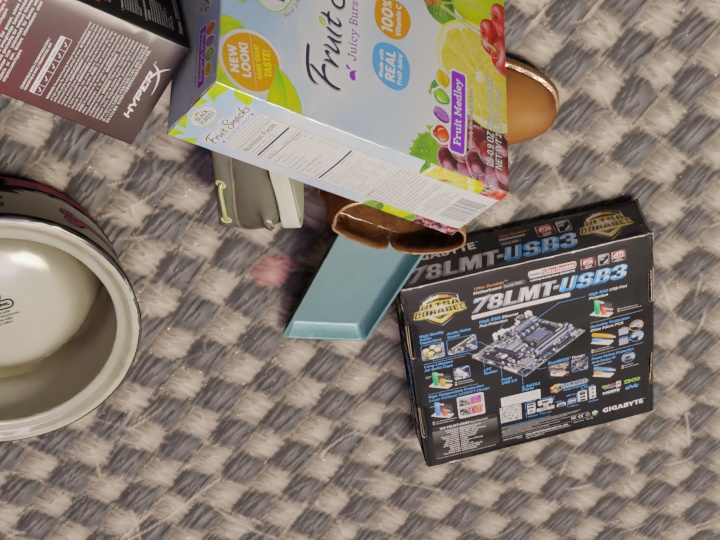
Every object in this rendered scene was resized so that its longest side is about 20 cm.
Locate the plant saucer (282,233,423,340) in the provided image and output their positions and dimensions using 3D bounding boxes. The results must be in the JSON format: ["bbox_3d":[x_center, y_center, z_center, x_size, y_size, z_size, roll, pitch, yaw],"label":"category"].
[{"bbox_3d":[0.000,0.000,1.116,0.069,0.019,0.200,3,151,-17],"label":"plant saucer"}]

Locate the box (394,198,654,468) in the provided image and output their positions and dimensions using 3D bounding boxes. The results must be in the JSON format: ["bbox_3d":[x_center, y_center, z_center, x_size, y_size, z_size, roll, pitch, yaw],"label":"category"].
[{"bbox_3d":[0.131,0.052,1.223,0.198,0.050,0.200,-14,131,-3],"label":"box"}]

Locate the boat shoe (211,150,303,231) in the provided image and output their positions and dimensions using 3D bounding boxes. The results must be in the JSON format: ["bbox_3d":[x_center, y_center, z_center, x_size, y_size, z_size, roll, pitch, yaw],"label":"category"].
[{"bbox_3d":[-0.082,-0.113,1.010,0.060,0.072,0.203,-6,123,8],"label":"boat shoe"}]

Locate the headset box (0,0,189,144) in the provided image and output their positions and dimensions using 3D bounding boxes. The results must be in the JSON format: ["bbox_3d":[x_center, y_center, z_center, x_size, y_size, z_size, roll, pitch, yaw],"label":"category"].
[{"bbox_3d":[-0.206,-0.173,0.875,0.198,0.149,0.075,20,122,-30],"label":"headset box"}]

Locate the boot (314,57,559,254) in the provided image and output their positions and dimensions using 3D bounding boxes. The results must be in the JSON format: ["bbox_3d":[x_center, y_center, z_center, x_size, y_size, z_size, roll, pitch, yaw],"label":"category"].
[{"bbox_3d":[0.054,-0.072,1.025,0.198,0.155,0.074,-2,131,-13],"label":"boot"}]

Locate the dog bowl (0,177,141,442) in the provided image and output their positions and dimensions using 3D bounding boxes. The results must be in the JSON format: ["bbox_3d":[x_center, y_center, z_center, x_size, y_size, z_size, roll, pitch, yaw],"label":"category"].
[{"bbox_3d":[-0.252,0.022,1.077,0.198,0.074,0.202,-7,130,-8],"label":"dog bowl"}]

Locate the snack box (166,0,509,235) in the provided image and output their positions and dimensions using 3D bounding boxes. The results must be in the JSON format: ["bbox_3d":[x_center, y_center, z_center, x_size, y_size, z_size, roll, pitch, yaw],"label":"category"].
[{"bbox_3d":[-0.008,-0.133,0.922,0.198,0.170,0.068,17,148,-27],"label":"snack box"}]
